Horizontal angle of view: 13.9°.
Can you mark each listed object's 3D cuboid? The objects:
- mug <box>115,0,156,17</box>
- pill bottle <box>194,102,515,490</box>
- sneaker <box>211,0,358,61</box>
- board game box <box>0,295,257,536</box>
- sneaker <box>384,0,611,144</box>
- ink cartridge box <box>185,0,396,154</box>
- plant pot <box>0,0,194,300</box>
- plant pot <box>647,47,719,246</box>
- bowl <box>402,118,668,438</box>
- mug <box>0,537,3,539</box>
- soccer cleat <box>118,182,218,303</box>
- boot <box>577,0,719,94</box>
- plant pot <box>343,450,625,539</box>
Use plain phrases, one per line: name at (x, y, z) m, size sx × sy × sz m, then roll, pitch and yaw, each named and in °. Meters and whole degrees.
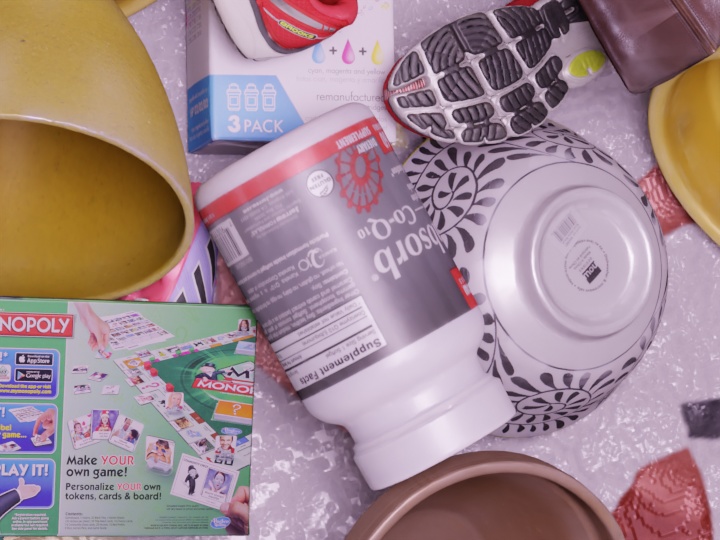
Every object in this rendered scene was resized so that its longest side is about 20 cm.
mug at (-0.193, -0.227, 1.691) m, size 0.153 × 0.149 × 0.187 m, roll -27°, pitch 88°, yaw 9°
pill bottle at (0.000, 0.016, 1.677) m, size 0.116 × 0.116 × 0.200 m, roll -29°, pitch 90°, yaw -16°
sneaker at (-0.059, -0.209, 1.655) m, size 0.085 × 0.077 × 0.200 m, roll -16°, pitch 130°, yaw 17°
board game box at (-0.155, 0.083, 1.666) m, size 0.200 × 0.029 × 0.135 m, roll 3°, pitch 89°, yaw -27°
sneaker at (0.089, -0.123, 1.774) m, size 0.200 × 0.085 × 0.077 m, roll -25°, pitch 96°, yaw -33°
ink cartridge box at (-0.043, -0.172, 1.769) m, size 0.115 × 0.068 × 0.200 m, roll 0°, pitch 85°, yaw -15°
plant pot at (-0.190, -0.089, 1.675) m, size 0.200 × 0.200 × 0.142 m, roll 10°, pitch 58°, yaw -14°
plant pot at (0.308, -0.112, 1.801) m, size 0.201 × 0.201 × 0.189 m, roll 46°, pitch 61°, yaw -7°
bowl at (0.115, -0.002, 1.760) m, size 0.201 × 0.094 × 0.201 m, roll 3°, pitch 84°, yaw -29°
mug at (-0.266, 0.224, 1.648) m, size 0.152 × 0.114 × 0.185 m, roll -3°, pitch 86°, yaw -15°
soccer cleat at (-0.115, 0.048, 1.738) m, size 0.076 × 0.067 × 0.200 m, roll 25°, pitch 76°, yaw -33°
boot at (0.184, -0.221, 1.719) m, size 0.186 × 0.064 × 0.200 m, roll -39°, pitch 69°, yaw 9°
plant pot at (0.053, 0.194, 1.731) m, size 0.201 × 0.093 × 0.201 m, roll -7°, pitch 107°, yaw -25°
